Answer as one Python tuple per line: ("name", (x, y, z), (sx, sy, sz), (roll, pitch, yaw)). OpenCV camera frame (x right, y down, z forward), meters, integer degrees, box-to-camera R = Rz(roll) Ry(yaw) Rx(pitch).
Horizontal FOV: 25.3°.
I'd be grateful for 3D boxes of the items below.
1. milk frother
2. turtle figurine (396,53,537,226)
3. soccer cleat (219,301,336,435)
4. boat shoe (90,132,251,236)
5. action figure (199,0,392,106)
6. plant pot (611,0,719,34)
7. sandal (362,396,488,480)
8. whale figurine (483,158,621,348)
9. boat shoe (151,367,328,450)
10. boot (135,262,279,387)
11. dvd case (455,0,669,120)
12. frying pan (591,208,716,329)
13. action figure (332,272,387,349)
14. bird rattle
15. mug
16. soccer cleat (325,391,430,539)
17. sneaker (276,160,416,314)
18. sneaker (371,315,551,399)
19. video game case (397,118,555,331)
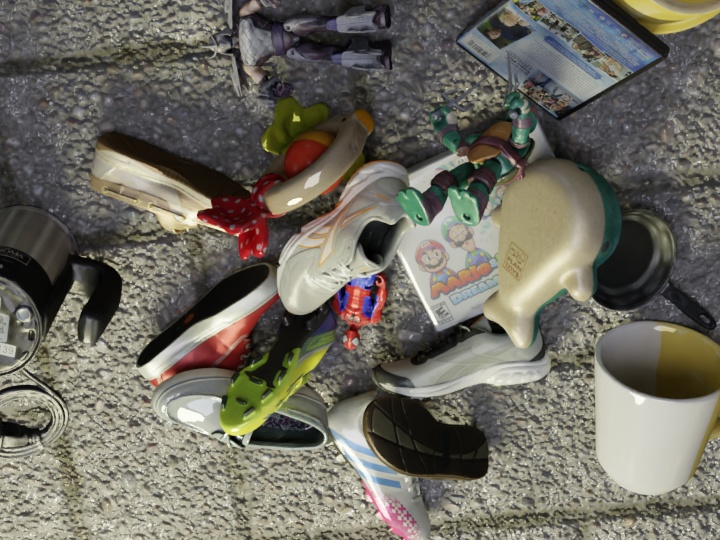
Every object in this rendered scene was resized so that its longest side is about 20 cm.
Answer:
("milk frother", (-0.365, 0.067, 1.712), (0.179, 0.188, 0.201), (27, 112, -8))
("turtle figurine", (0.126, -0.126, 1.596), (0.101, 0.201, 0.149), (46, 146, -16))
("soccer cleat", (-0.082, 0.113, 1.725), (0.064, 0.201, 0.084), (11, 137, 28))
("boat shoe", (-0.196, -0.077, 1.712), (0.198, 0.074, 0.070), (26, 115, 2))
("action figure", (-0.067, -0.237, 1.637), (0.198, 0.070, 0.131), (-2, 118, 7))
("plant pot", (0.292, -0.317, 1.508), (0.198, 0.189, 0.203), (0, 106, -1))
("sandal", (0.067, 0.192, 1.786), (0.054, 0.199, 0.083), (-10, 72, 42))
("whale figurine", (0.200, -0.019, 1.670), (0.103, 0.159, 0.202), (-3, 124, -40))
("boat shoe", (-0.126, 0.157, 1.746), (0.199, 0.072, 0.071), (8, 120, -19))
("boot", (-0.131, 0.092, 1.783), (0.199, 0.073, 0.144), (-37, 113, 18))
("dvd case", (0.195, -0.222, 1.584), (0.142, 0.200, 0.018), (35, 66, -14))
("frying pan", (0.320, -0.007, 1.737), (0.188, 0.031, 0.116), (10, 106, -24))
("action figure", (0.000, 0.000, 1.736), (0.065, 0.052, 0.202), (11, 123, 7))
("bird rattle", (-0.068, -0.104, 1.624), (0.162, 0.200, 0.113), (-21, 108, 45))
("mug", (0.339, 0.162, 1.753), (0.184, 0.150, 0.155), (8, 121, 6))
("soccer cleat", (0.037, 0.226, 1.827), (0.086, 0.070, 0.201), (-32, 108, 14))
("sneaker", (-0.016, -0.017, 1.640), (0.075, 0.092, 0.200), (21, 122, -31))
("sneaker", (0.108, 0.093, 1.774), (0.198, 0.074, 0.080), (-11, 103, 0))
("video game case", (0.134, -0.050, 1.731), (0.198, 0.024, 0.183), (-24, 110, 12))
